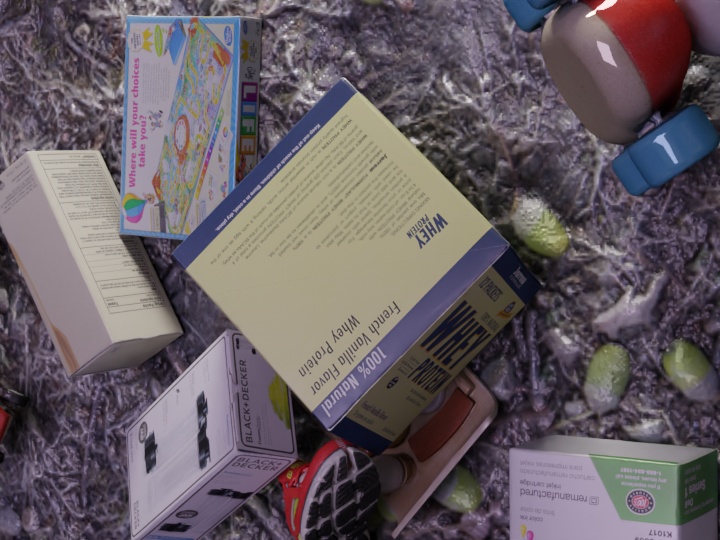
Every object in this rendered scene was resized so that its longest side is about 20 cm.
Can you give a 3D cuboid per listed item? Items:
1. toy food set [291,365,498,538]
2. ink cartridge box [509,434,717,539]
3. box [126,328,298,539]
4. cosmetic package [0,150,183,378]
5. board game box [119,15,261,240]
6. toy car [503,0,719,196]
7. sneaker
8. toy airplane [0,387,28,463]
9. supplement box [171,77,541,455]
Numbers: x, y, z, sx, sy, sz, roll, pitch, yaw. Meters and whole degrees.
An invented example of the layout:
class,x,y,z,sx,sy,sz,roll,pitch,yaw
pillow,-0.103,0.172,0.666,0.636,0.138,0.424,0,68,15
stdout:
class,x,y,z,sx,sy,sz,roll,pitch,yaw
toy food set,0.008,0.105,1.403,0.200,0.060,0.144,46,115,21
ink cartridge box,0.194,0.236,1.278,0.144,0.084,0.203,2,94,32
box,-0.133,0.150,1.442,0.200,0.060,0.118,-44,44,43
cosmetic package,-0.256,-0.008,1.540,0.071,0.105,0.201,-34,74,30
board game box,-0.156,-0.129,1.509,0.133,0.034,0.202,6,96,32
toy car,0.237,-0.187,1.212,0.199,0.177,0.185,-33,88,0
sneaker,-0.038,0.189,1.383,0.085,0.077,0.201,52,156,24
toy airplane,-0.444,0.117,1.642,0.198,0.141,0.202,-30,60,20
supplement box,0.000,0.000,1.323,0.200,0.134,0.200,-46,68,3
